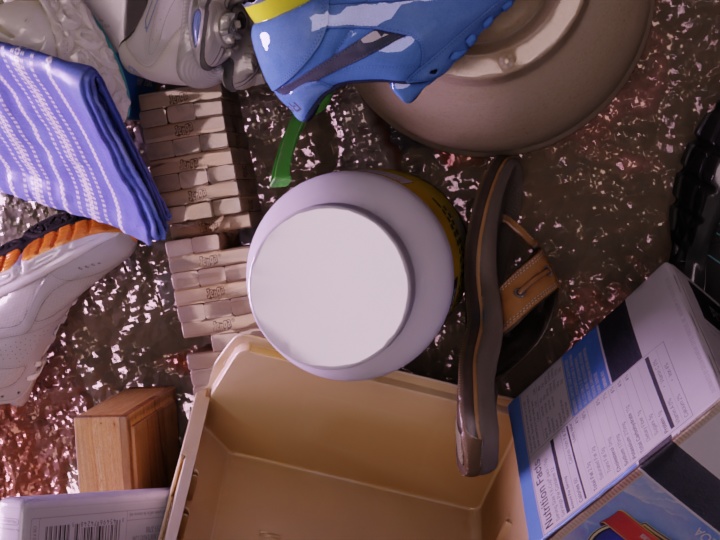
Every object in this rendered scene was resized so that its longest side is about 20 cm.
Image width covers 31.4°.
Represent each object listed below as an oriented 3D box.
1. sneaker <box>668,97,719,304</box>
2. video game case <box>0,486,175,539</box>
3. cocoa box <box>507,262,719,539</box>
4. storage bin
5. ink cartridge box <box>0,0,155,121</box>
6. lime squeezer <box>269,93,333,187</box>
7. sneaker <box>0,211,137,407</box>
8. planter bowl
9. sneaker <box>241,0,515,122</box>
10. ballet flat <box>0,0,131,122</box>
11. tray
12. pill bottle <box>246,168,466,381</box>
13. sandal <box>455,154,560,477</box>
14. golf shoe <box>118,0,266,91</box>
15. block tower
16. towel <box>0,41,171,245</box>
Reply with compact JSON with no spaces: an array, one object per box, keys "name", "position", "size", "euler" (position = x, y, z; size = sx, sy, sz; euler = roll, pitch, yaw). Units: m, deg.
[{"name":"sneaker","position":[0.220,-0.008,0.752],"size":[0.079,0.075,0.200],"euler":[9,105,-2]},{"name":"video game case","position":[-0.133,0.216,0.725],"size":[0.022,0.200,0.183],"euler":[0,84,29]},{"name":"cocoa box","position":[0.197,0.123,0.689],"size":[0.200,0.133,0.131],"euler":[38,113,-18]},{"name":"storage bin","position":[-0.008,0.147,0.702],"size":[0.198,0.200,0.094],"euler":[14,125,-6]},{"name":"ink cartridge box","position":[-0.186,-0.196,0.790],"size":[0.116,0.067,0.200],"euler":[6,96,9]},{"name":"lime squeezer","position":[-0.058,-0.127,0.783],"size":[0.071,0.038,0.200],"euler":[-14,60,-21]},{"name":"sneaker","position":[-0.220,0.035,0.824],"size":[0.200,0.076,0.092],"euler":[-29,110,8]},{"name":"planter bowl","position":[0.069,-0.163,0.722],"size":[0.200,0.135,0.200],"euler":[1,96,8]},{"name":"sneaker","position":[0.043,-0.135,0.632],"size":[0.200,0.066,0.079],"euler":[-21,105,13]},{"name":"ballet flat","position":[-0.207,-0.159,0.728],"size":[0.072,0.072,0.200],"euler":[-31,88,10]},{"name":"tray","position":[-0.138,0.180,0.802],"size":[0.037,0.099,0.200],"euler":[-3,95,9]},{"name":"pill bottle","position":[0.000,0.000,0.713],"size":[0.112,0.200,0.112],"euler":[1,96,9]},{"name":"sandal","position":[0.086,0.024,0.728],"size":[0.055,0.082,0.200],"euler":[2,52,9]},{"name":"golf shoe","position":[-0.088,-0.197,0.751],"size":[0.097,0.078,0.200],"euler":[0,61,29]},{"name":"block tower","position":[-0.091,-0.023,0.799],"size":[0.058,0.054,0.200],"euler":[-8,93,9]},{"name":"towel","position":[-0.213,-0.084,0.748],"size":[0.200,0.145,0.024],"euler":[15,59,22]}]
